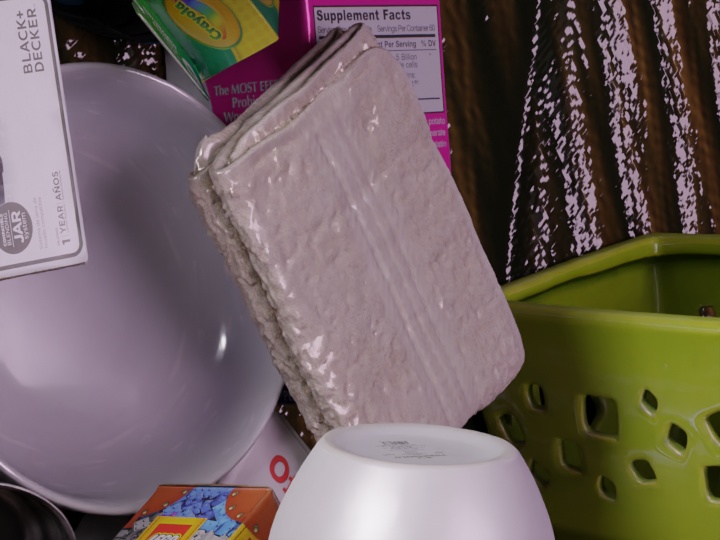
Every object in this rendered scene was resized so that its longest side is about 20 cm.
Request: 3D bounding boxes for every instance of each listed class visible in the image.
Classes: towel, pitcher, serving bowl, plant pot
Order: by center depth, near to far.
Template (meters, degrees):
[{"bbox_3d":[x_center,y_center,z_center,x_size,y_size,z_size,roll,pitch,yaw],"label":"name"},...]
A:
[{"bbox_3d":[-0.003,0.169,1.133,0.171,0.121,0.201,-2,100,-32],"label":"pitcher"},{"bbox_3d":[-0.127,0.011,1.254,0.199,0.066,0.201,7,79,-38],"label":"serving bowl"},{"bbox_3d":[0.000,0.000,1.287,0.133,0.034,0.201,-43,119,-37],"label":"towel"},{"bbox_3d":[0.192,0.089,1.541,0.200,0.198,0.182,-17,107,-49],"label":"plant pot"}]

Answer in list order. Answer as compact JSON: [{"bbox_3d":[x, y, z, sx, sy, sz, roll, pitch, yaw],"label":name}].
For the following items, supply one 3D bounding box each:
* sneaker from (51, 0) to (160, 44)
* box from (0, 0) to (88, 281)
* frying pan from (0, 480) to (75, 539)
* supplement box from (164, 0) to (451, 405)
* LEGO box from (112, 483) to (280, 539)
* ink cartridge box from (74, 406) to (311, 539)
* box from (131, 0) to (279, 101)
[{"bbox_3d":[-0.132,-0.174,1.263,0.200,0.073,0.082,41,57,-41],"label":"sneaker"},{"bbox_3d":[-0.208,-0.042,1.068,0.199,0.060,0.117,-13,97,-40],"label":"box"},{"bbox_3d":[-0.211,0.138,1.181,0.189,0.031,0.115,-14,131,-16],"label":"frying pan"},{"bbox_3d":[-0.022,-0.038,1.362,0.103,0.101,0.201,-5,91,-47],"label":"supplement box"},{"bbox_3d":[-0.060,0.215,1.199,0.149,0.077,0.201,-48,121,-36],"label":"LEGO box"},{"bbox_3d":[-0.078,0.182,1.300,0.146,0.084,0.200,55,51,-31],"label":"ink cartridge box"},{"bbox_3d":[-0.084,-0.173,1.246,0.117,0.048,0.200,50,25,-32],"label":"box"}]
